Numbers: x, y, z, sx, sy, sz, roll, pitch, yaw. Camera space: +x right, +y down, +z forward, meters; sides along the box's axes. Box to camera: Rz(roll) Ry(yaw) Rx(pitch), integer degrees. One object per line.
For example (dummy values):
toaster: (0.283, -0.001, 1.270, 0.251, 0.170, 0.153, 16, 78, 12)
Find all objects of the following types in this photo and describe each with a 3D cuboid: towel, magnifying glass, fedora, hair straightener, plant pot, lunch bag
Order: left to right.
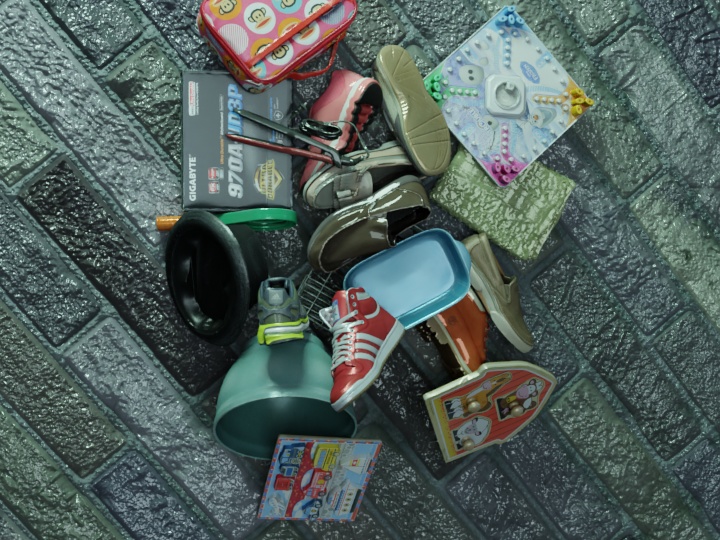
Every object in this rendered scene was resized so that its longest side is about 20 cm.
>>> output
fedora: (-0.190, 0.003, 1.642, 0.092, 0.200, 0.201, -21, 103, -43)
magnifying glass: (-0.190, -0.071, 1.666, 0.200, 0.080, 0.022, -4, 80, -1)
lunch bag: (-0.109, -0.342, 1.619, 0.200, 0.082, 0.176, -40, 93, -15)
plant pot: (-0.108, 0.168, 1.656, 0.200, 0.200, 0.134, 4, 55, -12)
hair straightener: (-0.081, -0.194, 1.614, 0.200, 0.041, 0.077, 15, 98, 3)
towel: (0.214, -0.116, 1.758, 0.200, 0.036, 0.148, 30, 91, -14)

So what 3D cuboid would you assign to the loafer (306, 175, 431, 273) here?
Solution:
loafer: (0.015, -0.059, 1.637, 0.200, 0.071, 0.073, -36, 138, -4)

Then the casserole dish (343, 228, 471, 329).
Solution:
casserole dish: (0.064, 0.017, 1.688, 0.200, 0.039, 0.121, -27, 103, -6)

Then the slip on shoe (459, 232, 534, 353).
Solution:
slip on shoe: (0.213, 0.033, 1.756, 0.061, 0.076, 0.200, -33, 96, 11)

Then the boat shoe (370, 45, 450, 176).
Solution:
boat shoe: (0.069, -0.224, 1.680, 0.072, 0.065, 0.200, -21, 84, -26)

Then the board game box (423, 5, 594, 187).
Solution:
board game box: (0.217, -0.259, 1.721, 0.200, 0.026, 0.200, -43, 96, -12)

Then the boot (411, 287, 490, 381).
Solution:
boot: (0.169, 0.111, 1.761, 0.107, 0.075, 0.200, -38, 109, -19)

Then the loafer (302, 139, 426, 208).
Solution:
loafer: (0.014, -0.133, 1.668, 0.200, 0.063, 0.072, -25, 141, -26)

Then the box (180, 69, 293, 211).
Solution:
box: (-0.176, -0.184, 1.662, 0.159, 0.046, 0.200, 0, 97, -12)

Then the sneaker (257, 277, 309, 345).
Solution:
sneaker: (-0.107, 0.047, 1.602, 0.074, 0.200, 0.081, -4, 98, -5)

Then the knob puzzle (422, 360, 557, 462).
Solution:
knob puzzle: (0.205, 0.207, 1.743, 0.219, 0.030, 0.220, -13, 135, -14)

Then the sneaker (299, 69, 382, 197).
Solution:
sneaker: (-0.043, -0.198, 1.687, 0.087, 0.074, 0.200, 37, 107, 29)

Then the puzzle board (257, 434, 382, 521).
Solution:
puzzle board: (-0.062, 0.309, 1.702, 0.151, 0.017, 0.200, 5, 134, -12)

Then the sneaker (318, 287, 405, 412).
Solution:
sneaker: (-0.019, 0.100, 1.587, 0.112, 0.200, 0.071, 47, 127, -9)

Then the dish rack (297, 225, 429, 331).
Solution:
dish rack: (0.000, 0.000, 1.720, 0.153, 0.055, 0.200, 30, 92, -12)
